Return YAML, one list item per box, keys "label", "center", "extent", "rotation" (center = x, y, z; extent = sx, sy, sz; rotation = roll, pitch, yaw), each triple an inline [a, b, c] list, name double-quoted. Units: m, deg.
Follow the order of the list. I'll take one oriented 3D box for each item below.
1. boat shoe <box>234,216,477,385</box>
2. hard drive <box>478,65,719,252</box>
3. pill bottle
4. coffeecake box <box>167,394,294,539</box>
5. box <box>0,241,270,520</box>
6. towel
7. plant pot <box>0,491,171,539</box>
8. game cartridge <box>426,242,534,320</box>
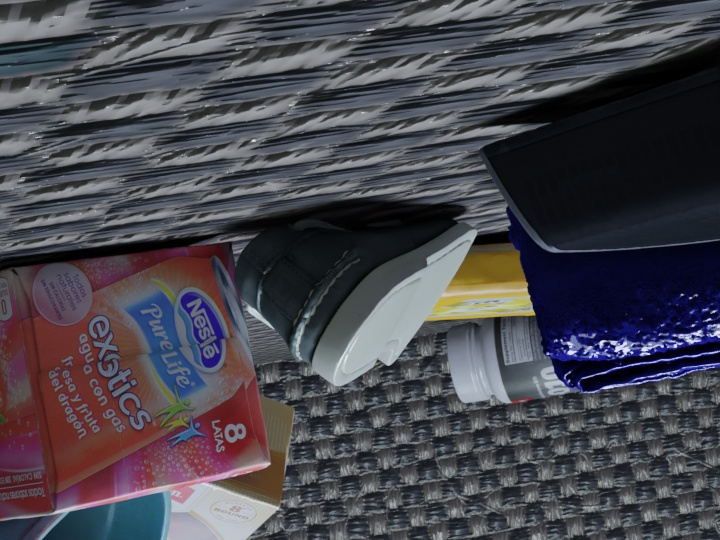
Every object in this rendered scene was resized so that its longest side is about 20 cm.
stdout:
- label: "boat shoe"
  center: [0.000, 0.000, 0.801]
  extent: [0.062, 0.073, 0.200]
  rotation: [33, -168, 9]
- label: "hard drive"
  center: [0.150, -0.040, 0.572]
  extent: [0.199, 0.043, 0.135]
  rotation: [-8, 176, -37]
- label: "pill bottle"
  center: [0.213, 0.099, 2.297]
  extent: [0.199, 0.115, 0.114]
  rotation: [-11, 176, 15]
- label: "coffeecake box"
  center: [-0.153, 0.131, 1.148]
  extent: [0.153, 0.073, 0.200]
  rotation: [22, 141, -19]
- label: "box"
  center: [-0.135, 0.053, 0.798]
  extent: [0.102, 0.095, 0.200]
  rotation: [-9, 176, -35]
- label: "towel"
  center: [0.158, -0.006, 0.705]
  extent: [0.199, 0.050, 0.148]
  rotation: [-7, -162, 3]
- label: "plant pot"
  center: [-0.232, 0.144, 0.990]
  extent: [0.187, 0.201, 0.200]
  rotation: [29, -170, 18]
- label: "game cartridge"
  center: [0.108, 0.008, 1.106]
  extent: [0.199, 0.033, 0.176]
  rotation: [0, 174, -17]
